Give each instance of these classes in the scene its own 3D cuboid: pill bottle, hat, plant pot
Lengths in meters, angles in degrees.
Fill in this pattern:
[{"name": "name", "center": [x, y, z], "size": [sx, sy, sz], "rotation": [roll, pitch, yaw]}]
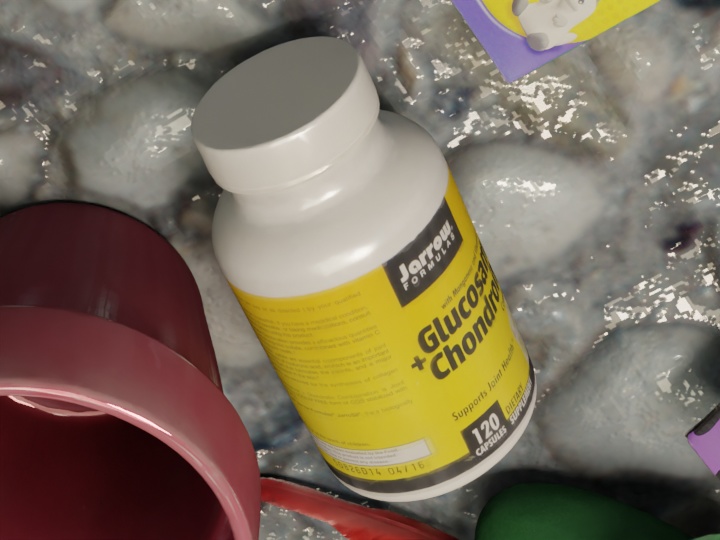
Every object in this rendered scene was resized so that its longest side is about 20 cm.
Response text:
[{"name": "pill bottle", "center": [0.000, 0.000, 0.824], "size": [0.111, 0.113, 0.201], "rotation": [-17, 125, 13]}, {"name": "hat", "center": [0.085, 0.127, 0.976], "size": [0.199, 0.177, 0.166], "rotation": [2, 136, -50]}, {"name": "plant pot", "center": [-0.141, 0.072, 0.836], "size": [0.198, 0.180, 0.202], "rotation": [0, 126, 0]}]

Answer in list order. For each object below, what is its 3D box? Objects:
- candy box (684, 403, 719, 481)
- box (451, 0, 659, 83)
[{"name": "candy box", "center": [0.280, 0.074, 0.843], "size": [0.071, 0.168, 0.200], "rotation": [-9, 145, -53]}, {"name": "box", "center": [0.116, -0.173, 0.739], "size": [0.199, 0.049, 0.118], "rotation": [-29, 121, 18]}]
